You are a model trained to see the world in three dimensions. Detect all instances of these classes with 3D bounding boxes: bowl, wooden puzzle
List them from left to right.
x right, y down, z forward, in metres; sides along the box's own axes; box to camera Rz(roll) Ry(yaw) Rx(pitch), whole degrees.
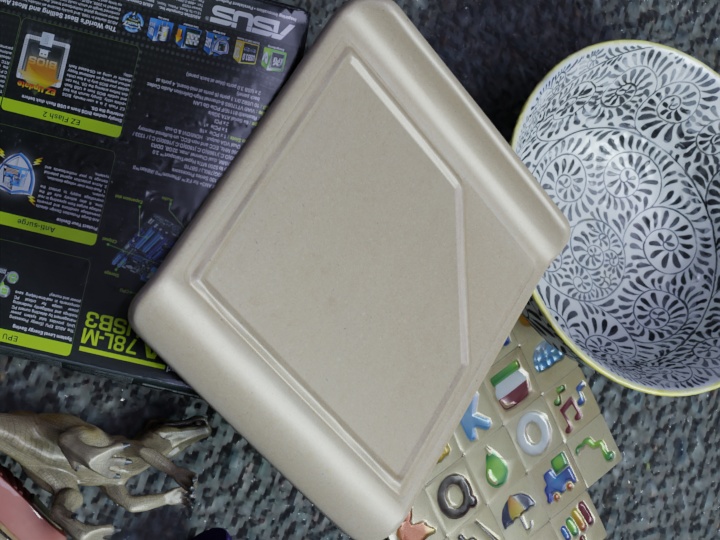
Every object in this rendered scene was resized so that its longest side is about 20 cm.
[{"bbox_3d":[0.000,0.000,0.815,0.185,0.037,0.201,47,67,-29],"label":"wooden puzzle"},{"bbox_3d":[0.145,-0.022,0.976,0.199,0.094,0.203,6,76,-26],"label":"bowl"}]

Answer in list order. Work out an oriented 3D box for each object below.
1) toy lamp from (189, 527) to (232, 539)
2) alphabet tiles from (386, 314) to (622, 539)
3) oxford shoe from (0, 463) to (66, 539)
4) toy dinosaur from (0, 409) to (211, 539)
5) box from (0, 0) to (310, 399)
[{"bbox_3d":[-0.028,0.223,0.892,0.058,0.058,0.201,-46,112,-24],"label":"toy lamp"},{"bbox_3d":[0.070,0.098,0.985,0.166,0.006,0.201,-34,105,-27],"label":"alphabet tiles"},{"bbox_3d":[-0.228,0.085,0.770,0.200,0.070,0.075,44,82,-16],"label":"oxford shoe"},{"bbox_3d":[-0.143,0.086,0.799,0.199,0.101,0.059,20,99,-44],"label":"toy dinosaur"},{"bbox_3d":[-0.138,-0.052,0.805,0.198,0.048,0.195,12,83,-8],"label":"box"}]
